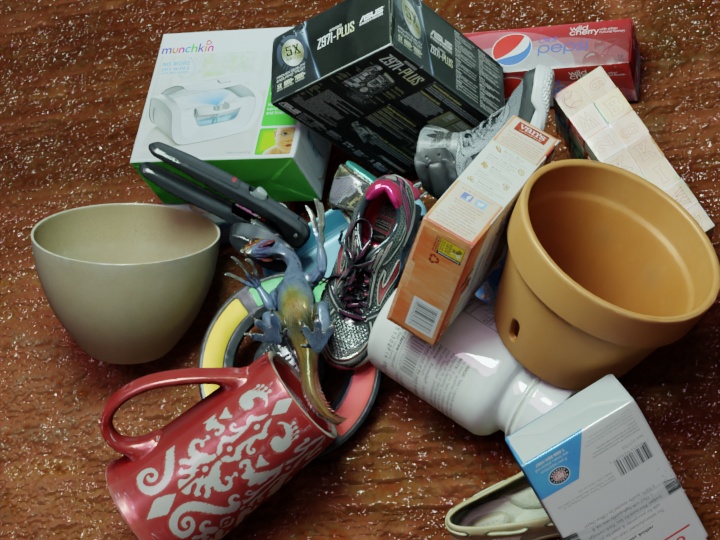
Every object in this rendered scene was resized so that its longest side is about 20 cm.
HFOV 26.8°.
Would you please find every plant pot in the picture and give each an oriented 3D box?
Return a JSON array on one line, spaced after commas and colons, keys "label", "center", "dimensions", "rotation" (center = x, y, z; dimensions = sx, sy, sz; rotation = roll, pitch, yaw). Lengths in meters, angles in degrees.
[{"label": "plant pot", "center": [0.213, 0.015, 1.401], "dimensions": [0.199, 0.140, 0.201], "rotation": [14, 44, -14]}, {"label": "plant pot", "center": [-0.250, 0.021, 1.624], "dimensions": [0.199, 0.135, 0.200], "rotation": [2, 21, -1]}]

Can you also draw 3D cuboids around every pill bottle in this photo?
[{"label": "pill bottle", "center": [0.115, 0.094, 1.469], "dimensions": [0.199, 0.114, 0.115], "rotation": [33, 75, 22]}]

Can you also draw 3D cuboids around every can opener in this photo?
[{"label": "can opener", "center": [-0.142, -0.076, 1.607], "dimensions": [0.199, 0.079, 0.064], "rotation": [35, 108, -4]}]

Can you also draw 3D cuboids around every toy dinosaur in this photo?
[{"label": "toy dinosaur", "center": [-0.077, 0.035, 1.502], "dimensions": [0.104, 0.201, 0.182], "rotation": [-7, 14, -1]}]

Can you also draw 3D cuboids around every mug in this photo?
[{"label": "mug", "center": [-0.142, 0.172, 1.464], "dimensions": [0.200, 0.178, 0.134], "rotation": [-38, 48, 7]}]

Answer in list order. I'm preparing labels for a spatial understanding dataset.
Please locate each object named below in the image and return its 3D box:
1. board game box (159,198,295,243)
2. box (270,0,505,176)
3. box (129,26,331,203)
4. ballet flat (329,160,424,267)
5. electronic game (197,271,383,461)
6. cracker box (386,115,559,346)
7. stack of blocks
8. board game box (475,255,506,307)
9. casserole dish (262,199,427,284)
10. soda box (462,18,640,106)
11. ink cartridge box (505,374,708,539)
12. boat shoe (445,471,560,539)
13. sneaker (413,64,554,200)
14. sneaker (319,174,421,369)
[{"label": "board game box", "center": [-0.149, -0.127, 1.748], "dimensions": [0.152, 0.040, 0.201], "rotation": [-8, 58, 15]}, {"label": "box", "center": [0.030, -0.195, 1.584], "dimensions": [0.163, 0.200, 0.087], "rotation": [-21, 55, 35]}, {"label": "box", "center": [-0.132, -0.172, 1.687], "dimensions": [0.199, 0.097, 0.177], "rotation": [1, 63, 21]}, {"label": "ballet flat", "center": [0.050, -0.039, 1.568], "dimensions": [0.200, 0.072, 0.072], "rotation": [31, 74, 17]}, {"label": "electronic game", "center": [-0.073, 0.099, 1.556], "dimensions": [0.199, 0.042, 0.201], "rotation": [-3, 76, 14]}, {"label": "cracker box", "center": [0.108, -0.040, 1.425], "dimensions": [0.057, 0.134, 0.200], "rotation": [29, 44, 12]}, {"label": "stack of blocks", "center": [0.274, -0.094, 1.527], "dimensions": [0.058, 0.115, 0.201], "rotation": [-32, 73, 0]}, {"label": "board game box", "center": [0.159, -0.012, 1.580], "dimensions": [0.102, 0.019, 0.201], "rotation": [-23, 55, 4]}, {"label": "casserole dish", "center": [-0.012, -0.010, 1.630], "dimensions": [0.199, 0.039, 0.121], "rotation": [-33, 55, -2]}, {"label": "soda box", "center": [0.204, -0.224, 1.659], "dimensions": [0.199, 0.070, 0.064], "rotation": [-2, 57, 19]}, {"label": "ink cartridge box", "center": [0.229, 0.210, 1.353], "dimensions": [0.116, 0.201, 0.068], "rotation": [-30, 19, 0]}, {"label": "boat shoe", "center": [0.177, 0.209, 1.414], "dimensions": [0.200, 0.063, 0.074], "rotation": [-22, 56, 7]}, {"label": "sneaker", "center": [0.118, -0.132, 1.528], "dimensions": [0.113, 0.201, 0.076], "rotation": [21, 37, -1]}, {"label": "sneaker", "center": [0.000, 0.000, 1.503], "dimensions": [0.080, 0.075, 0.201], "rotation": [15, 93, 12]}]
